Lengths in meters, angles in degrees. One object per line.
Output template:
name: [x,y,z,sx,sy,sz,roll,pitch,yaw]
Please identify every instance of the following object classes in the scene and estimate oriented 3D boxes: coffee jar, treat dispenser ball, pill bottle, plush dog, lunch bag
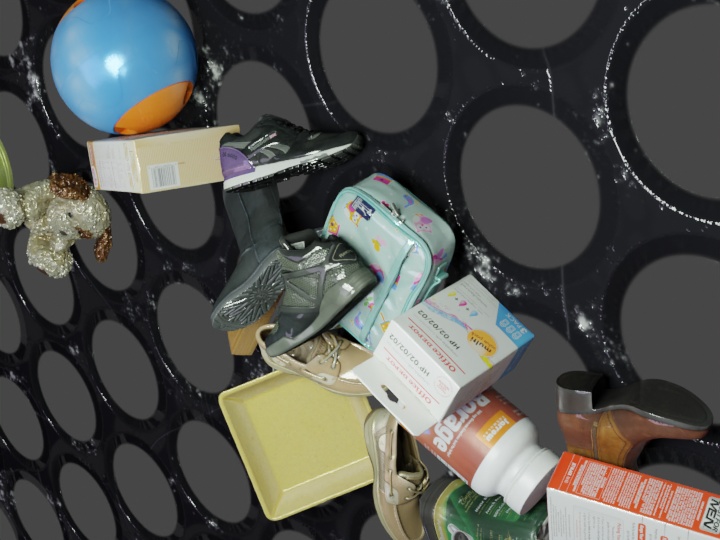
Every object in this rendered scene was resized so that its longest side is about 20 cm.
coffee jar: [0.171,0.333,1.414,0.199,0.085,0.105,5,123,42]
treat dispenser ball: [-0.323,-0.288,1.507,0.200,0.200,0.203,21,123,36]
pill bottle: [0.148,0.203,1.356,0.200,0.112,0.113,39,132,24]
plush dog: [-0.491,-0.097,1.836,0.170,0.161,0.201,3,141,28]
lunch bag: [0.025,-0.007,1.341,0.160,0.077,0.201,43,134,22]

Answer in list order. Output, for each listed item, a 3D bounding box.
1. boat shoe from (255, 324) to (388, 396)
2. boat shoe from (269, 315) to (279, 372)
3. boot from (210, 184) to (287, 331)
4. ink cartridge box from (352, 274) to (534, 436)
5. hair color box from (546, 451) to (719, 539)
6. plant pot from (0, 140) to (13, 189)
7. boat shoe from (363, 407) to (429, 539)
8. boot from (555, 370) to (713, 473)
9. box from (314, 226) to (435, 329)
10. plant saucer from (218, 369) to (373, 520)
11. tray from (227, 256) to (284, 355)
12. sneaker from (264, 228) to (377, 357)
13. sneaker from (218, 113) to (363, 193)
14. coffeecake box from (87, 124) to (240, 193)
boat shoe: [-0.049,0.119,1.485,0.198,0.072,0.065,10,157,17]
boat shoe: [-0.114,0.159,1.623,0.072,0.062,0.202,21,123,36]
boot: [-0.161,-0.040,1.491,0.165,0.065,0.201,-42,49,22]
ink cartridge box: [0.099,0.096,1.286,0.115,0.199,0.068,44,134,19]
hair color box: [0.313,0.284,1.226,0.198,0.064,0.112,14,135,27]
plant pot: [-0.770,-0.170,2.011,0.199,0.184,0.202,20,122,35]
boat shoe: [0.058,0.289,1.514,0.064,0.071,0.202,-5,105,46]
boot: [0.311,0.223,1.244,0.187,0.068,0.202,4,118,31]
box: [0.000,0.000,1.454,0.199,0.038,0.138,-13,100,46]
plant saucer: [-0.075,0.228,1.570,0.198,0.048,0.202,-22,95,4]
tray: [-0.151,0.022,1.580,0.201,0.037,0.099,-59,36,42]
sneaker: [-0.070,0.024,1.340,0.115,0.076,0.199,54,134,11]
sneaker: [-0.096,-0.165,1.408,0.198,0.076,0.089,-13,86,18]
coffeecake box: [-0.271,-0.155,1.519,0.199,0.152,0.074,10,110,58]
